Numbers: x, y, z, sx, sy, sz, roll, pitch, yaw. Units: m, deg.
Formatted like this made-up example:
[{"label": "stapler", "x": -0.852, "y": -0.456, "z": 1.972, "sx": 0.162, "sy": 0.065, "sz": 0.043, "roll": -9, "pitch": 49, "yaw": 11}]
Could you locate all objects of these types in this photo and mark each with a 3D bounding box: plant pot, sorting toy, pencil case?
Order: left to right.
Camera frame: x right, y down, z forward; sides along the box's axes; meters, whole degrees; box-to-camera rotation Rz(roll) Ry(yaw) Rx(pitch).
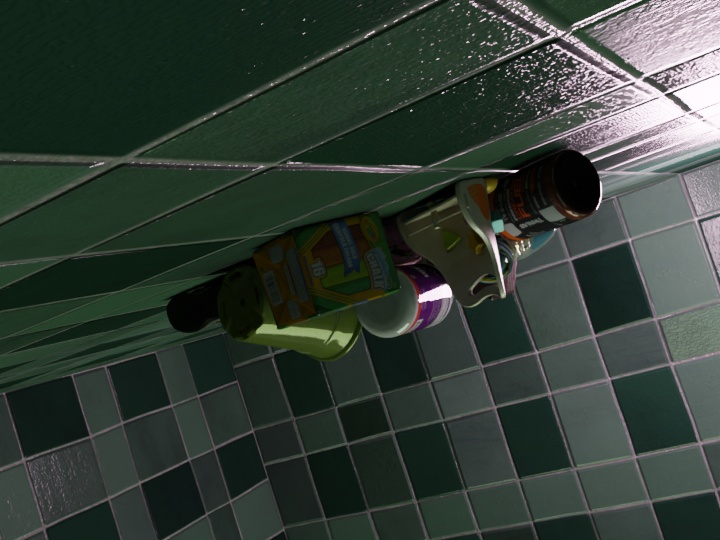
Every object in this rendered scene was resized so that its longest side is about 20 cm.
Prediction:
[{"label": "plant pot", "x": -0.128, "y": 0.053, "z": 1.421, "sx": 0.190, "sy": 0.201, "sz": 0.200, "roll": 4, "pitch": 162, "yaw": -45}, {"label": "pencil case", "x": 0.072, "y": -0.047, "z": 1.498, "sx": 0.083, "sy": 0.086, "sz": 0.200, "roll": -61, "pitch": 174, "yaw": 3}, {"label": "sorting toy", "x": 0.165, "y": -0.035, "z": 1.320, "sx": 0.107, "sy": 0.180, "sz": 0.200, "roll": -16, "pitch": 177, "yaw": -26}]

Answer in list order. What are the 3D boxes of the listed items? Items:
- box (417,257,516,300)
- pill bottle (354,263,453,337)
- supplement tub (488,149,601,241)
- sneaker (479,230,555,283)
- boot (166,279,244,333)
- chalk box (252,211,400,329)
[{"label": "box", "x": 0.193, "y": -0.023, "z": 1.605, "sx": 0.075, "sy": 0.100, "sz": 0.200, "roll": -15, "pitch": -156, "yaw": -40}, {"label": "pill bottle", "x": 0.081, "y": 0.046, "z": 1.429, "sx": 0.112, "sy": 0.113, "sz": 0.200, "roll": -20, "pitch": 174, "yaw": 29}, {"label": "supplement tub", "x": 0.266, "y": -0.107, "z": 1.322, "sx": 0.107, "sy": 0.107, "sz": 0.200, "roll": -16, "pitch": 176, "yaw": -34}, {"label": "sneaker", "x": 0.252, "y": -0.034, "z": 1.437, "sx": 0.200, "sy": 0.080, "sz": 0.131, "roll": -24, "pitch": -164, "yaw": -2}, {"label": "boot", "x": -0.241, "y": 0.053, "z": 1.562, "sx": 0.203, "sy": 0.074, "sz": 0.154, "roll": -19, "pitch": 180, "yaw": 38}, {"label": "chalk box", "x": -0.031, "y": -0.005, "z": 1.252, "sx": 0.200, "sy": 0.125, "sz": 0.124, "roll": -17, "pitch": 177, "yaw": -37}]
